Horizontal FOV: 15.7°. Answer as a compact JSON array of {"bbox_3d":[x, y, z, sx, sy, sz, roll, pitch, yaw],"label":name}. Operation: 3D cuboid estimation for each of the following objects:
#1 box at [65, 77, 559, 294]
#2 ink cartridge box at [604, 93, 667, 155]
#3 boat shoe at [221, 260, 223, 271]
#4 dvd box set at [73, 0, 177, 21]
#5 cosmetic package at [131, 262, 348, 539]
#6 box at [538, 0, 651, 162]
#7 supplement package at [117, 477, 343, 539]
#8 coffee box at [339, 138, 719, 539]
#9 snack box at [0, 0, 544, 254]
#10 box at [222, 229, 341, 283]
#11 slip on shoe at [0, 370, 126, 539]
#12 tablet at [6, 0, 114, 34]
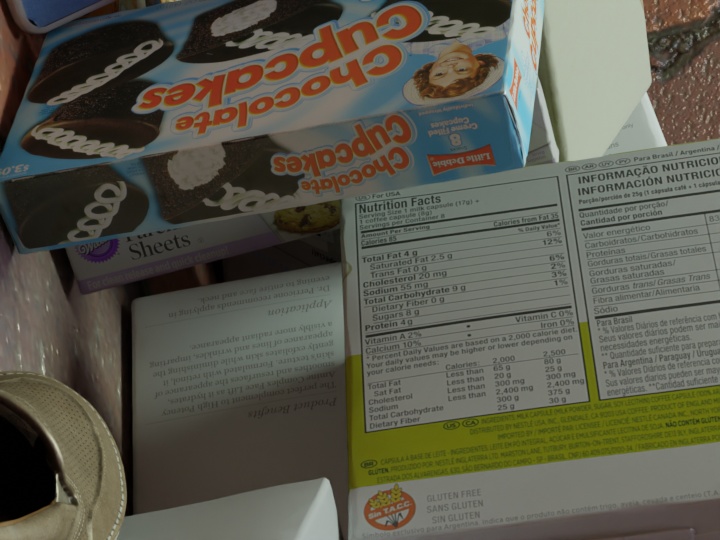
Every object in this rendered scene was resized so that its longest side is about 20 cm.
[{"bbox_3d":[-0.021,-0.038,1.043,0.039,0.200,0.042,-96,172,-64],"label":"box"},{"bbox_3d":[0.097,-0.064,1.290,0.145,0.084,0.200,73,1,-60],"label":"ink cartridge box"},{"bbox_3d":[-0.019,0.033,1.366,0.200,0.063,0.073,64,16,-55],"label":"boat shoe"},{"bbox_3d":[-0.106,-0.147,1.187,0.146,0.029,0.200,60,21,-59],"label":"dvd box set"},{"bbox_3d":[-0.038,0.101,1.081,0.074,0.101,0.200,67,16,-54],"label":"cosmetic package"},{"bbox_3d":[0.058,-0.133,1.089,0.078,0.095,0.200,-53,151,-28],"label":"box"},{"bbox_3d":[-0.050,0.187,0.858,0.121,0.119,0.200,-57,134,-76],"label":"supplement package"},{"bbox_3d":[0.105,0.089,1.002,0.198,0.199,0.200,-93,174,-50],"label":"coffee box"},{"bbox_3d":[-0.032,-0.068,0.996,0.116,0.200,0.037,-80,156,-53],"label":"snack box"},{"bbox_3d":[0.000,0.000,1.177,0.041,0.156,0.200,-30,134,-35],"label":"box"},{"bbox_3d":[-0.110,0.063,0.778,0.061,0.076,0.200,-62,175,19],"label":"slip on shoe"},{"bbox_3d":[-0.067,-0.189,1.047,0.014,0.200,0.130,34,-34,54],"label":"tablet"}]
